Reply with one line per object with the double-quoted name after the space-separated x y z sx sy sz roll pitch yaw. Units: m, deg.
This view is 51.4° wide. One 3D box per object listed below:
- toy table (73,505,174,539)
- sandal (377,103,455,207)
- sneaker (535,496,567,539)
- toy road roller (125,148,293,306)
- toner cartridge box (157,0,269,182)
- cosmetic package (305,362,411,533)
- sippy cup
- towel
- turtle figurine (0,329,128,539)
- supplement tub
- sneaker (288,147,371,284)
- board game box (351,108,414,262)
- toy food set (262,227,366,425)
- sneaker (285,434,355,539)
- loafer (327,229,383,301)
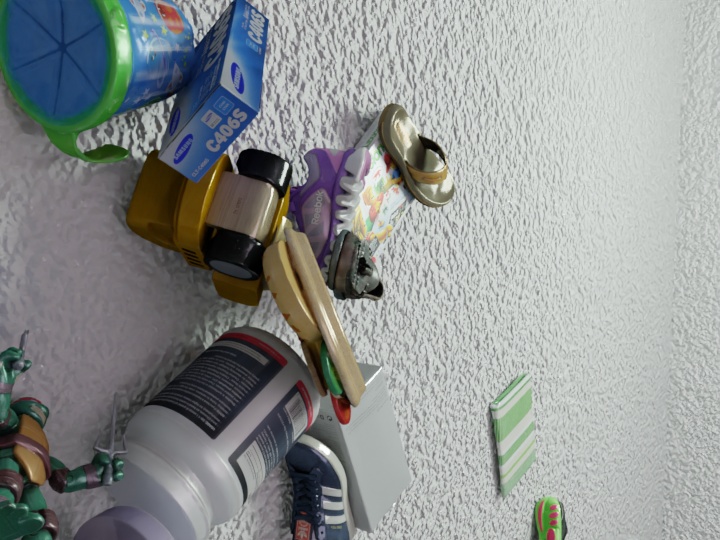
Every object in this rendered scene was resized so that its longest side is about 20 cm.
-0.238 0.288 0.627 0.117 0.184 0.200 -23 154 -46 "toy table"
0.092 -0.159 1.068 0.200 0.054 0.081 49 54 -43 "sandal"
0.415 0.592 1.613 0.084 0.076 0.201 15 82 -49 "sneaker"
-0.153 -0.053 0.780 0.200 0.145 0.124 102 4 -74 "toy road roller"
-0.134 -0.178 0.707 0.043 0.095 0.201 33 30 -27 "toner cartridge box"
-0.007 0.235 1.010 0.113 0.081 0.201 -37 123 -45 "cosmetic package"
-0.219 -0.195 0.654 0.140 0.178 0.130 52 30 5 "sippy cup"
0.305 0.324 1.487 0.152 0.023 0.201 -30 118 -48 "towel"
-0.262 0.148 0.604 0.100 0.200 0.150 -35 126 6 "turtle figurine"
-0.147 0.165 0.764 0.200 0.140 0.141 -45 127 -41 "supplement tub"
-0.053 -0.066 0.930 0.081 0.088 0.201 -61 168 -71 "sneaker"
0.023 -0.118 1.054 0.200 0.034 0.127 -58 134 -32 "board game box"
-0.045 0.052 0.752 0.048 0.200 0.199 -22 105 -3 "toy food set"
-0.061 0.301 0.946 0.085 0.075 0.201 -48 129 -45 "sneaker"
0.000 0.000 0.882 0.200 0.063 0.072 83 22 -80 "loafer"
